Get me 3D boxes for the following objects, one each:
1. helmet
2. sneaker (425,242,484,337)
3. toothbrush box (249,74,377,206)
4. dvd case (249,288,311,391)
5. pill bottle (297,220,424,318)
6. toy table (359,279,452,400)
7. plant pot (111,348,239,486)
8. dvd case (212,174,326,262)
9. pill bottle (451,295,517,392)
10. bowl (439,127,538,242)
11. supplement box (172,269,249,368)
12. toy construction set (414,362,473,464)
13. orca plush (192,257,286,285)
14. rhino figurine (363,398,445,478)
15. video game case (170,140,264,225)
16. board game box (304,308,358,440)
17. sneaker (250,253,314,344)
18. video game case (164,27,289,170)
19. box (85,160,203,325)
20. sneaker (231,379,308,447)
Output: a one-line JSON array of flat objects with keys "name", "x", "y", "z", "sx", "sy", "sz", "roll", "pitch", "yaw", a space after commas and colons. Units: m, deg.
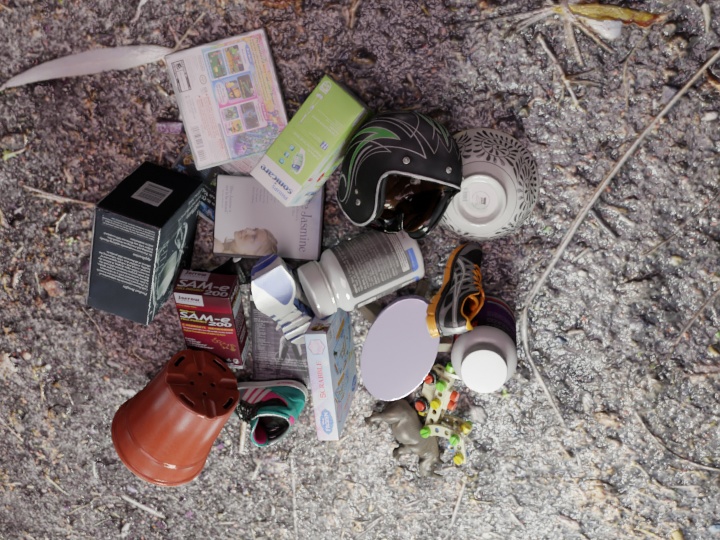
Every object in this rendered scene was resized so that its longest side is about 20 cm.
[{"name": "helmet", "x": 0.066, "y": -0.160, "z": 1.382, "sx": 0.199, "sy": 0.200, "sz": 0.192, "roll": 31, "pitch": 114, "yaw": -3}, {"name": "sneaker", "x": 0.177, "y": 0.035, "z": 1.472, "sx": 0.076, "sy": 0.201, "sz": 0.079, "roll": 1, "pitch": 139, "yaw": 32}, {"name": "toothbrush box", "x": -0.073, "y": -0.208, "z": 1.421, "sx": 0.086, "sy": 0.146, "sz": 0.200, "roll": 41, "pitch": 100, "yaw": 4}, {"name": "dvd case", "x": -0.135, "y": 0.134, "z": 1.649, "sx": 0.147, "sy": 0.016, "sz": 0.203, "roll": 4, "pitch": 111, "yaw": 9}, {"name": "pill bottle", "x": 0.000, "y": 0.000, "z": 1.487, "sx": 0.198, "sy": 0.114, "sz": 0.115, "roll": -23, "pitch": 107, "yaw": -11}, {"name": "toy table", "x": 0.074, "y": 0.119, "z": 1.554, "sx": 0.183, "sy": 0.117, "sz": 0.201, "roll": 34, "pitch": 111, "yaw": -3}, {"name": "plant pot", "x": -0.330, "y": 0.261, "z": 1.608, "sx": 0.200, "sy": 0.201, "sz": 0.196, "roll": 37, "pitch": 124, "yaw": -5}, {"name": "dvd case", "x": -0.161, "y": -0.091, "z": 1.525, "sx": 0.197, "sy": 0.018, "sz": 0.145, "roll": 4, "pitch": 92, "yaw": 6}, {"name": "pill bottle", "x": 0.213, "y": 0.128, "z": 1.489, "sx": 0.111, "sy": 0.200, "sz": 0.114, "roll": 3, "pitch": 110, "yaw": 8}, {"name": "bowl", "x": 0.201, "y": -0.130, "z": 1.455, "sx": 0.198, "sy": 0.094, "sz": 0.203, "roll": 3, "pitch": 110, "yaw": 8}, {"name": "supplement box", "x": -0.270, "y": 0.091, "z": 1.589, "sx": 0.107, "sy": 0.061, "sz": 0.201, "roll": 6, "pitch": 136, "yaw": 8}, {"name": "toy construction set", "x": 0.173, "y": 0.242, "z": 1.596, "sx": 0.130, "sy": 0.092, "sz": 0.202, "roll": 28, "pitch": 106, "yaw": 25}, {"name": "orca plush", "x": -0.206, "y": -0.008, "z": 1.561, "sx": 0.197, "sy": 0.071, "sz": 0.106, "roll": -10, "pitch": 124, "yaw": 3}, {"name": "rhino figurine", "x": 0.098, "y": 0.326, "z": 1.656, "sx": 0.087, "sy": 0.060, "sz": 0.201, "roll": -37, "pitch": 104, "yaw": 9}, {"name": "video game case", "x": -0.232, "y": -0.164, "z": 1.553, "sx": 0.199, "sy": 0.023, "sz": 0.182, "roll": 36, "pitch": 111, "yaw": -6}, {"name": "board game box", "x": -0.049, "y": 0.164, "z": 1.547, "sx": 0.041, "sy": 0.200, "sz": 0.202, "roll": -2, "pitch": 109, "yaw": 11}, {"name": "sneaker", "x": -0.141, "y": 0.033, "z": 1.535, "sx": 0.080, "sy": 0.116, "sz": 0.200, "roll": -24, "pitch": 136, "yaw": 3}, {"name": "video game case", "x": -0.222, "y": -0.291, "z": 1.486, "sx": 0.180, "sy": 0.024, "sz": 0.203, "roll": -13, "pitch": 102, "yaw": 7}, {"name": "box", "x": -0.373, "y": -0.051, "z": 1.506, "sx": 0.122, "sy": 0.201, "sz": 0.198, "roll": 19, "pitch": 121, "yaw": 2}, {"name": "sneaker", "x": -0.202, "y": 0.278, "z": 1.647, "sx": 0.197, "sy": 0.121, "sz": 0.084, "roll": -11, "pitch": 123, "yaw": 18}]
